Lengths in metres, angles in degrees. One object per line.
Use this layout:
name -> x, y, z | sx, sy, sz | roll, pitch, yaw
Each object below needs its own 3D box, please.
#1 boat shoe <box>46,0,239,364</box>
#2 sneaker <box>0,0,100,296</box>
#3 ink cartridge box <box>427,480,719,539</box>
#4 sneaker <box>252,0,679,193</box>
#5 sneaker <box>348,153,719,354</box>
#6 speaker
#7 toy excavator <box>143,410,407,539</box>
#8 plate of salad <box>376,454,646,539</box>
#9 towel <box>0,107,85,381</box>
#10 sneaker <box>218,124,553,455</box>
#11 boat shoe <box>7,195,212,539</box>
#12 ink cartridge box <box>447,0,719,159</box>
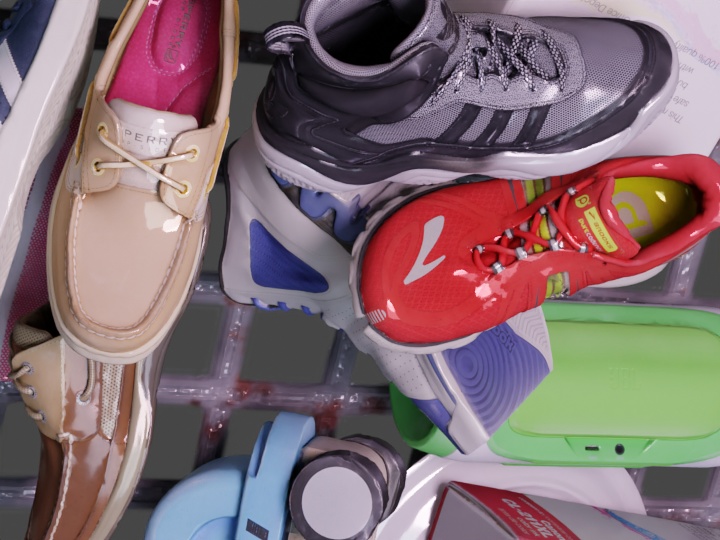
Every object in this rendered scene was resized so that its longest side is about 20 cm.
boat shoe -> -0.098, -0.059, 1.339 | 0.073, 0.069, 0.201 | 11, 69, -3
sneaker -> -0.180, -0.071, 1.340 | 0.084, 0.075, 0.201 | 20, 74, 4
ink cartridge box -> 0.123, 0.205, 1.567 | 0.199, 0.083, 0.147 | 12, 101, -31
sneaker -> 0.050, -0.094, 1.321 | 0.199, 0.076, 0.114 | -9, 153, -5
sneaker -> 0.085, -0.020, 1.368 | 0.199, 0.085, 0.077 | -19, 88, -28
speaker -> 0.119, 0.059, 1.543 | 0.199, 0.088, 0.089 | 3, 115, -24
toy excavator -> -0.090, 0.159, 1.504 | 0.199, 0.100, 0.196 | 12, 96, 8
plate of salad -> 0.067, 0.173, 1.603 | 0.199, 0.048, 0.201 | -10, 112, -26
towel -> -0.181, -0.012, 1.413 | 0.199, 0.030, 0.147 | 7, 112, -25
sneaker -> -0.001, -0.001, 1.437 | 0.080, 0.115, 0.200 | -38, 94, -38
boat shoe -> -0.132, 0.040, 1.406 | 0.073, 0.076, 0.201 | 14, 98, -20
ink cartridge box -> 0.125, -0.134, 1.444 | 0.145, 0.088, 0.201 | 22, 104, -29
